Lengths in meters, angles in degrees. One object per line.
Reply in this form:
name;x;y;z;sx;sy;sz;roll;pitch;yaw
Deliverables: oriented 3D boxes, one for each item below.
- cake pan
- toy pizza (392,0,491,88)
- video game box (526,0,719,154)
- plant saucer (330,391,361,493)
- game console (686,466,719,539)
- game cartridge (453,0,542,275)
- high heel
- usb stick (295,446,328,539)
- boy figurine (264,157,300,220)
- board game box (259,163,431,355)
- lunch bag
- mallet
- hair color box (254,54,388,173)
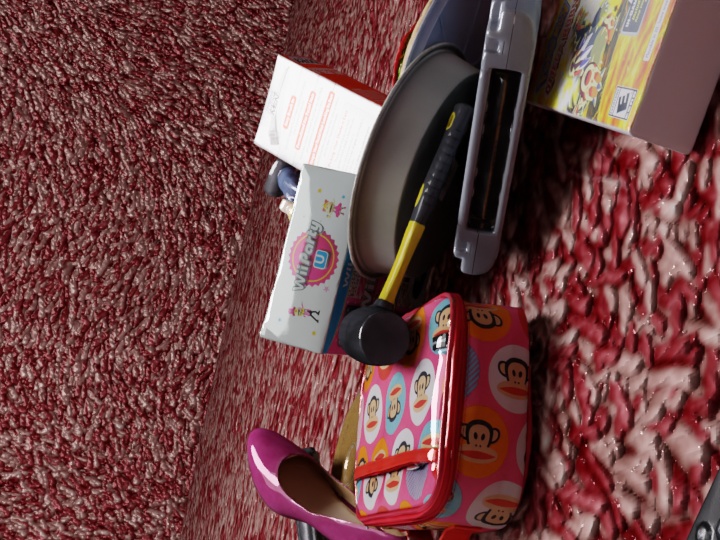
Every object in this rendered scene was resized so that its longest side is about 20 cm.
cake pan;0.056;-0.081;0.763;0.200;0.036;0.202;-48;-29;-38
toy pizza;0.068;-0.165;0.806;0.201;0.031;0.202;-51;-26;-38
video game box;0.175;-0.184;0.563;0.182;0.046;0.203;-113;39;-75
plant saucer;0.006;0.189;0.902;0.200;0.035;0.203;-165;90;-78
game console;0.114;0.143;0.303;0.200;0.115;0.178;-113;39;-69
game cartridge;0.101;-0.115;0.683;0.134;0.041;0.202;-65;-17;-51
high heel;-0.027;0.188;0.810;0.200;0.067;0.097;42;132;26
usb stick;-0.043;0.273;0.909;0.056;0.032;0.203;114;150;-65
boy figurine;-0.030;-0.055;1.079;0.200;0.123;0.065;51;123;36
board game box;0.000;0.000;0.839;0.199;0.064;0.150;13;-89;-64
lunch bag;0.055;0.122;0.681;0.200;0.081;0.179;135;143;-66
mallet;0.040;-0.025;0.663;0.202;0.041;0.066;-66;14;1
hair color box;-0.020;-0.156;1.060;0.064;0.199;0.112;-15;-50;-54
